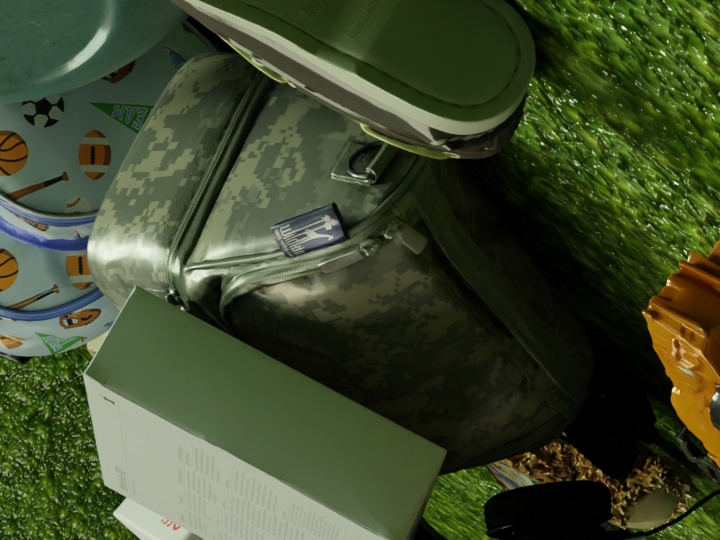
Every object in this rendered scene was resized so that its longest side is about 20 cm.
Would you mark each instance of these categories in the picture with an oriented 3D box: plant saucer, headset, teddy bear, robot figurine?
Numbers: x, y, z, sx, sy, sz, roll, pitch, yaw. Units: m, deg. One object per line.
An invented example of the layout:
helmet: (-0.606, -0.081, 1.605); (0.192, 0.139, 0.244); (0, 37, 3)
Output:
plant saucer: (-0.154, -0.119, 0.962); (0.201, 0.200, 0.039); (55, -159, -56)
headset: (0.107, 0.102, 1.152); (0.199, 0.124, 0.094); (17, 172, 17)
teddy bear: (0.093, 0.077, 1.258); (0.199, 0.067, 0.145); (28, 175, 24)
robot figurine: (0.185, 0.074, 0.910); (0.145, 0.058, 0.200); (32, 166, 39)

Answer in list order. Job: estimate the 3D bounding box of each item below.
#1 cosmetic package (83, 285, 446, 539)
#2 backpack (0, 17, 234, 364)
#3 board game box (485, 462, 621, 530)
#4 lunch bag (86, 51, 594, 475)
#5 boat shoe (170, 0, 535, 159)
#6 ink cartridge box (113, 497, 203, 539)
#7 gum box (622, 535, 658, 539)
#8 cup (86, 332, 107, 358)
cosmetic package: (-0.045, 0.089, 1.056); (0.150, 0.052, 0.200); (26, 162, 5)
backpack: (-0.151, -0.059, 1.158); (0.200, 0.191, 0.154); (38, 169, 13)
board game box: (0.137, 0.164, 1.544); (0.105, 0.024, 0.200); (29, 165, 37)
lunch bag: (0.000, 0.000, 1.061); (0.167, 0.140, 0.200); (7, 151, 39)
boat shoe: (-0.027, -0.105, 0.860); (0.201, 0.072, 0.061); (35, 165, 11)
ink cartridge box: (-0.052, 0.117, 1.514); (0.084, 0.200, 0.144); (42, 169, -18)
gum box: (0.099, 0.168, 1.080); (0.169, 0.045, 0.200); (-16, 160, 28)
cup: (-0.076, 0.022, 1.367); (0.200, 0.143, 0.200); (39, 170, 8)
